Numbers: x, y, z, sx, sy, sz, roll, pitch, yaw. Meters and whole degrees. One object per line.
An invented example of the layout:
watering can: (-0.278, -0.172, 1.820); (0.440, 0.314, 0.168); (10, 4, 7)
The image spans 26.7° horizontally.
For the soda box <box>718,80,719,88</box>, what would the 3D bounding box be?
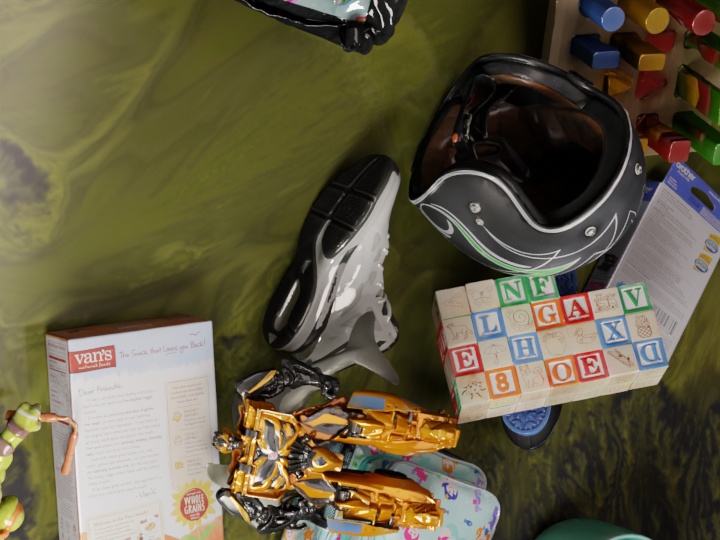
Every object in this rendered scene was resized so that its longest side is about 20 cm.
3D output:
soda box: (0.320, -0.244, 1.549); (0.199, 0.064, 0.069); (22, 100, -31)

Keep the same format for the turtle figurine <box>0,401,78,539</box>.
turtle figurine: (-0.329, 0.171, 1.192); (0.161, 0.064, 0.200); (36, 99, -17)

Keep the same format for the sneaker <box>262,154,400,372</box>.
sneaker: (0.000, 0.000, 1.390); (0.115, 0.075, 0.202); (31, 86, -38)

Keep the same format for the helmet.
helmet: (0.159, -0.087, 1.386); (0.190, 0.200, 0.201); (25, 81, -12)

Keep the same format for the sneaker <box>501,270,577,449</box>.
sneaker: (0.174, 0.079, 1.500); (0.078, 0.070, 0.201); (72, 30, -65)

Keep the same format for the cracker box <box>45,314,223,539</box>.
cracker box: (-0.190, 0.145, 1.286); (0.133, 0.058, 0.202); (-6, 98, -32)

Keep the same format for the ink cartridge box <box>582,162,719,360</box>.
ink cartridge box: (0.310, -0.006, 1.585); (0.119, 0.042, 0.201); (35, 79, -28)

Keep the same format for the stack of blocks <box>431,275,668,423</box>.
stack of blocks: (0.176, 0.064, 1.428); (0.198, 0.059, 0.116); (-10, 69, -5)

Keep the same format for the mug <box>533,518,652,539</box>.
mug: (0.232, 0.341, 1.525); (0.151, 0.114, 0.186); (-29, 109, -26)

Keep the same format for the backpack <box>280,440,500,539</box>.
backpack: (0.021, 0.250, 1.378); (0.177, 0.150, 0.201); (25, 86, -31)

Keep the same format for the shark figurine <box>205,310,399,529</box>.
shark figurine: (-0.072, 0.118, 1.312); (0.128, 0.089, 0.215); (25, 103, -42)

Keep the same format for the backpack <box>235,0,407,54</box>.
backpack: (-0.061, -0.274, 1.271); (0.199, 0.167, 0.127); (19, 102, -16)

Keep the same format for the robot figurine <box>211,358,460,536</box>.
robot figurine: (-0.023, 0.153, 1.248); (0.198, 0.058, 0.146); (9, 93, -17)

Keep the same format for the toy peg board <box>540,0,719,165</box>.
toy peg board: (0.283, -0.189, 1.462); (0.198, 0.098, 0.201); (-6, 119, -20)
